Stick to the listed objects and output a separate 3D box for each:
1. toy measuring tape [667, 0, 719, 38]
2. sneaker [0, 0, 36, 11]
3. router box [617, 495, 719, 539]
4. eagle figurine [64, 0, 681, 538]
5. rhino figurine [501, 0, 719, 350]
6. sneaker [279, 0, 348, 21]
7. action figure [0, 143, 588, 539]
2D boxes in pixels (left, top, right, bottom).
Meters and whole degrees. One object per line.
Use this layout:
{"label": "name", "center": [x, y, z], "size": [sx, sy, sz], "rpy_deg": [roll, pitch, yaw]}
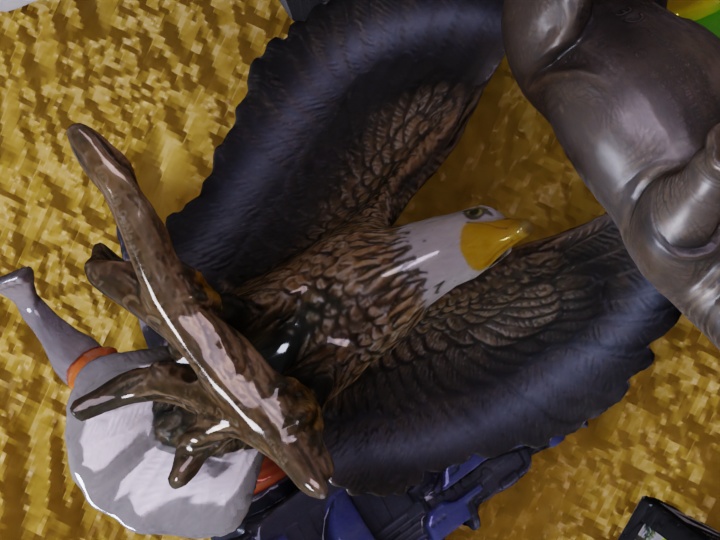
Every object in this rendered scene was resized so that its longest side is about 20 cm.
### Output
{"label": "toy measuring tape", "center": [0.136, -0.135, 0.944], "size": [0.073, 0.074, 0.200], "rpy_deg": [29, 77, 5]}
{"label": "sneaker", "center": [-0.180, -0.165, 0.920], "size": [0.079, 0.199, 0.130], "rpy_deg": [-16, 75, 44]}
{"label": "router box", "center": [0.096, 0.194, 0.904], "size": [0.051, 0.149, 0.200], "rpy_deg": [28, 94, -32]}
{"label": "eagle figurine", "center": [0.006, 0.000, 0.877], "size": [0.150, 0.200, 0.152], "rpy_deg": [14, 118, 26]}
{"label": "rhino figurine", "center": [0.105, -0.026, 0.822], "size": [0.060, 0.087, 0.200], "rpy_deg": [-20, 71, -26]}
{"label": "sneaker", "center": [-0.070, -0.155, 0.931], "size": [0.083, 0.071, 0.200], "rpy_deg": [-35, 121, 19]}
{"label": "action figure", "center": [-0.011, 0.056, 0.959], "size": [0.200, 0.105, 0.194], "rpy_deg": [-26, 94, -24]}
